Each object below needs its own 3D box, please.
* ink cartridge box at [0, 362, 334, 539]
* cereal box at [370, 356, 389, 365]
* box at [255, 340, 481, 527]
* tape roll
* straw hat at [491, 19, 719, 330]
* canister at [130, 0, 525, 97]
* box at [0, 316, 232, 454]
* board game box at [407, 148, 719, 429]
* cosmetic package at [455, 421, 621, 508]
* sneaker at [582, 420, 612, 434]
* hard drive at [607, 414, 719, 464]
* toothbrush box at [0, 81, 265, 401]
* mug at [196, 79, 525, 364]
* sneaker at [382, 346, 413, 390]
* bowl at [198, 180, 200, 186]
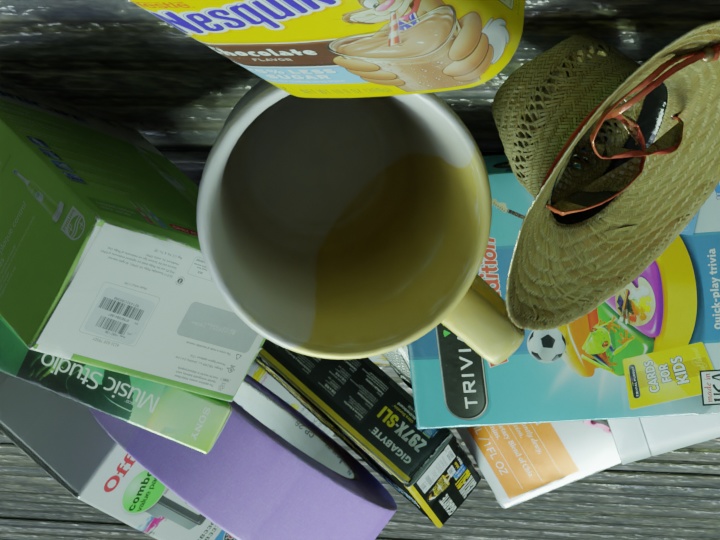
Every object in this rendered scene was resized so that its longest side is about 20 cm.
[{"bbox_3d":[-0.145,0.095,1.908,0.146,0.147,0.200,37,-179,36],"label":"ink cartridge box"},{"bbox_3d":[-0.006,0.029,1.946,0.144,0.040,0.200,6,166,1],"label":"cereal box"},{"bbox_3d":[-0.017,0.072,1.723,0.200,0.049,0.160,41,177,16],"label":"box"},{"bbox_3d":[-0.075,0.115,1.713,0.200,0.066,0.200,36,-176,-3],"label":"tape roll"},{"bbox_3d":[0.114,-0.072,1.375,0.085,0.201,0.201,41,-179,24],"label":"straw hat"},{"bbox_3d":[-0.030,-0.141,1.181,0.148,0.087,0.200,-2,166,29],"label":"canister"},{"bbox_3d":[-0.174,0.030,1.543,0.200,0.036,0.144,22,-165,-14],"label":"box"},{"bbox_3d":[0.124,0.008,1.536,0.200,0.151,0.047,-4,-164,12],"label":"board game box"},{"bbox_3d":[0.159,0.066,1.742,0.200,0.102,0.071,-25,-164,24],"label":"cosmetic package"},{"bbox_3d":[0.142,0.015,1.625,0.095,0.079,0.200,-23,114,35],"label":"sneaker"},{"bbox_3d":[0.232,0.030,1.589,0.200,0.132,0.027,-17,-153,7],"label":"hard drive"},{"bbox_3d":[-0.153,-0.022,1.514,0.145,0.086,0.200,18,-162,-42],"label":"toothbrush box"},{"bbox_3d":[-0.011,-0.028,1.427,0.149,0.187,0.153,-18,-165,-3],"label":"mug"},{"bbox_3d":[0.000,0.000,1.622,0.085,0.078,0.200,-18,123,26],"label":"sneaker"},{"bbox_3d":[-0.006,-0.026,1.728,0.200,0.039,0.201,5,166,1],"label":"bowl"}]
